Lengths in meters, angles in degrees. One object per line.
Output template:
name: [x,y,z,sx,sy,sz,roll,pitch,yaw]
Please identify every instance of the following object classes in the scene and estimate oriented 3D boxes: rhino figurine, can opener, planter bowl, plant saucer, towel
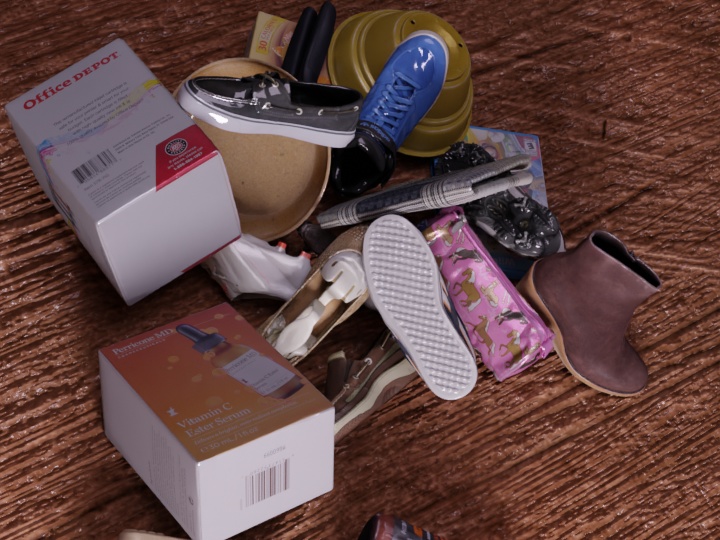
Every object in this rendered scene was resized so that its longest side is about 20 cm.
rhino figurine: [0.000,0.000,1.708,0.199,0.087,0.060,35,96,4]
can opener: [-0.066,-0.221,1.764,0.063,0.079,0.202,-9,56,24]
planter bowl: [0.068,-0.240,1.829,0.199,0.083,0.202,16,57,-25]
plant saucer: [-0.122,-0.131,1.698,0.200,0.201,0.035,39,19,6]
towel: [0.075,-0.081,1.692,0.200,0.191,0.035,-25,101,-61]

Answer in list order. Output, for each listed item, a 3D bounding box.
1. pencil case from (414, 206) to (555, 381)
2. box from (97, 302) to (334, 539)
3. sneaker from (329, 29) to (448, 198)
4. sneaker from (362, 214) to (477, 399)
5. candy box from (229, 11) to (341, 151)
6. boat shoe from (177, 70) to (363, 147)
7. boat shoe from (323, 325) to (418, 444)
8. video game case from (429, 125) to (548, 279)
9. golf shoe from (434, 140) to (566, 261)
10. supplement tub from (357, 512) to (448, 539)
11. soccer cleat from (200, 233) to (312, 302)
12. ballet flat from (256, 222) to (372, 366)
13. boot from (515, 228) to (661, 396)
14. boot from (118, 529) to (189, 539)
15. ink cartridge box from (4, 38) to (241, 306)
pencil case: [0.130,0.025,1.723,0.083,0.087,0.201,-35,82,-9]
box: [-0.140,0.143,1.501,0.151,0.107,0.200,-21,41,-29]
sneaker: [0.030,-0.166,1.725,0.076,0.200,0.111,34,23,-8]
sneaker: [0.059,0.041,1.621,0.078,0.079,0.201,-23,85,2]
candy box: [-0.085,-0.194,1.806,0.114,0.055,0.201,15,56,-11]
boat shoe: [-0.088,-0.174,1.586,0.198,0.057,0.069,8,34,-30]
boat shoe: [-0.013,0.123,1.629,0.075,0.075,0.202,50,44,5]
video game case: [0.154,-0.082,1.849,0.142,0.018,0.202,7,58,-17]
golf shoe: [0.160,-0.069,1.797,0.078,0.094,0.200,-44,53,5]
supplement tub: [0.085,0.320,1.524,0.199,0.107,0.108,24,55,-6]
soccer cleat: [-0.144,-0.012,1.669,0.198,0.069,0.078,22,88,4]
ballet flat: [-0.038,0.034,1.624,0.070,0.065,0.200,40,88,-10]
boot: [0.274,0.051,1.707,0.200,0.166,0.073,40,56,-10]
boot: [-0.148,0.337,1.457,0.198,0.072,0.168,10,69,-16]
ink cartridge box: [-0.240,-0.102,1.592,0.145,0.145,0.200,-32,58,-14]
